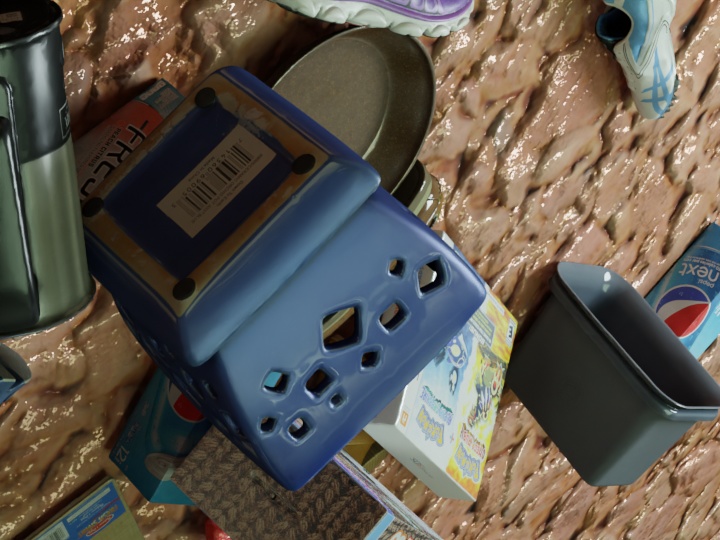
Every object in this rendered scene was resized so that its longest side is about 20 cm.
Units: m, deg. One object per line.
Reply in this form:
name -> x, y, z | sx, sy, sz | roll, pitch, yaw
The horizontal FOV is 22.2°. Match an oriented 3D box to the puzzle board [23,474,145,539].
puzzle board -> -0.268, 0.270, 1.534 | 0.200, 0.017, 0.151 | -38, 142, -18

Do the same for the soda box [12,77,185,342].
soda box -> -0.189, -0.044, 1.291 | 0.200, 0.063, 0.069 | -39, 144, -16

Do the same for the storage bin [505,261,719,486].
storage bin -> 0.242, 0.109, 1.801 | 0.145, 0.200, 0.135 | 5, 129, -49

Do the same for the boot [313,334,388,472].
boot -> -0.044, 0.157, 1.624 | 0.144, 0.071, 0.202 | -37, 147, -19

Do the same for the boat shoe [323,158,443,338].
boat shoe -> 0.000, 0.000, 1.528 | 0.200, 0.072, 0.068 | -47, 144, -2

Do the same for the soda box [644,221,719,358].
soda box -> 0.339, 0.051, 1.949 | 0.200, 0.064, 0.068 | -49, 145, -3

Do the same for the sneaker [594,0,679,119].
sneaker -> 0.243, -0.203, 1.624 | 0.072, 0.072, 0.200 | -11, 147, 5

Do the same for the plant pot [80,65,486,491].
plant pot -> -0.068, -0.008, 1.239 | 0.200, 0.200, 0.180 | -45, 138, -7

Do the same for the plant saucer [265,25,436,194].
plant saucer -> -0.027, -0.108, 1.431 | 0.200, 0.037, 0.202 | -29, 140, -28

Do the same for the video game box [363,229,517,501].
video game box -> 0.072, 0.087, 1.637 | 0.200, 0.046, 0.184 | 46, 56, -55

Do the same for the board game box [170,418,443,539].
board game box -> -0.032, 0.198, 1.470 | 0.097, 0.159, 0.200 | -50, 153, -2

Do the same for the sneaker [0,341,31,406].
sneaker -> -0.324, 0.101, 1.262 | 0.199, 0.080, 0.116 | 12, 111, -53

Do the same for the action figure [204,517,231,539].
action figure -> -0.108, 0.272, 1.667 | 0.051, 0.066, 0.201 | -11, 140, 4

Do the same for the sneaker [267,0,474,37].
sneaker -> 0.015, -0.221, 1.341 | 0.199, 0.080, 0.084 | -1, 117, -46

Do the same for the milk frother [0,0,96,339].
milk frother -> -0.275, -0.053, 1.115 | 0.198, 0.181, 0.190 | -1, 114, 6

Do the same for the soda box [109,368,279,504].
soda box -> -0.118, 0.089, 1.476 | 0.068, 0.064, 0.201 | 13, 112, -51
